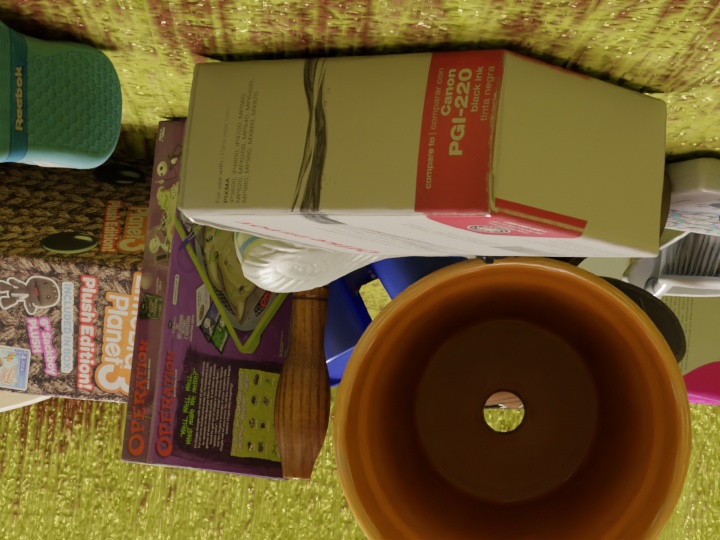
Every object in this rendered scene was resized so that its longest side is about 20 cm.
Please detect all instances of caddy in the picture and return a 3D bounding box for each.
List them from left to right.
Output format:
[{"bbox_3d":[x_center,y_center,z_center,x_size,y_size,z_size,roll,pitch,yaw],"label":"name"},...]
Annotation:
[{"bbox_3d":[0.000,0.000,1.838,0.141,0.105,0.200,-29,172,1],"label":"caddy"}]

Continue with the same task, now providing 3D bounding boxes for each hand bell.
[{"bbox_3d":[-0.030,0.020,1.636,0.104,0.200,0.104,6,175,0],"label":"hand bell"}]

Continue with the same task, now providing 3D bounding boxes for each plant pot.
[{"bbox_3d":[0.088,0.089,1.675,0.200,0.201,0.183,5,-179,2],"label":"plant pot"}]

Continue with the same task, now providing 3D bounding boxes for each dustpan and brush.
[{"bbox_3d":[0.215,0.002,1.932,0.139,0.057,0.200,9,174,-34],"label":"dustpan and brush"}]

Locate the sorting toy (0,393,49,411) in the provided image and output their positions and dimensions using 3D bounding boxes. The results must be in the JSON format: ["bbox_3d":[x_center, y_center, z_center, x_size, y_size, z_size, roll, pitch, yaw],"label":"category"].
[{"bbox_3d":[-0.321,0.006,1.947,0.107,0.180,0.200,-23,160,30],"label":"sorting toy"}]

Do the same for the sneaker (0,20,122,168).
[{"bbox_3d":[-0.218,-0.085,1.378,0.130,0.080,0.200,1,172,28],"label":"sneaker"}]

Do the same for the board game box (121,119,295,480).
[{"bbox_3d":[-0.080,0.019,1.678,0.032,0.200,0.120,2,173,39],"label":"board game box"}]

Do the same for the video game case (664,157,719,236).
[{"bbox_3d":[0.245,-0.037,1.694,0.200,0.024,0.182,7,174,-22],"label":"video game case"}]

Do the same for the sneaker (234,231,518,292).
[{"bbox_3d":[0.028,-0.039,1.562,0.200,0.073,0.072,-9,149,2],"label":"sneaker"}]

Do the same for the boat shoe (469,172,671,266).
[{"bbox_3d":[0.105,-0.035,1.673,0.068,0.072,0.200,12,163,-22],"label":"boat shoe"}]

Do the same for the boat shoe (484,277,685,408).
[{"bbox_3d":[0.122,0.051,1.860,0.200,0.072,0.068,-1,153,-38],"label":"boat shoe"}]

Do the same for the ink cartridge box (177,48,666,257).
[{"bbox_3d":[0.030,-0.055,1.410,0.200,0.085,0.146,-1,171,39],"label":"ink cartridge box"}]

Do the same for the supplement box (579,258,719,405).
[{"bbox_3d":[0.204,0.040,2.134,0.103,0.101,0.200,3,173,33],"label":"supplement box"}]

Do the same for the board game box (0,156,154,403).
[{"bbox_3d":[-0.178,0.001,1.786,0.200,0.097,0.159,5,-154,6],"label":"board game box"}]
